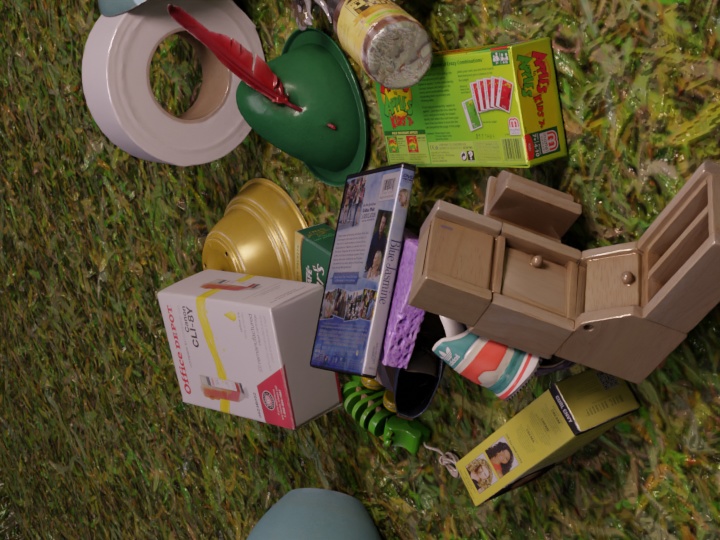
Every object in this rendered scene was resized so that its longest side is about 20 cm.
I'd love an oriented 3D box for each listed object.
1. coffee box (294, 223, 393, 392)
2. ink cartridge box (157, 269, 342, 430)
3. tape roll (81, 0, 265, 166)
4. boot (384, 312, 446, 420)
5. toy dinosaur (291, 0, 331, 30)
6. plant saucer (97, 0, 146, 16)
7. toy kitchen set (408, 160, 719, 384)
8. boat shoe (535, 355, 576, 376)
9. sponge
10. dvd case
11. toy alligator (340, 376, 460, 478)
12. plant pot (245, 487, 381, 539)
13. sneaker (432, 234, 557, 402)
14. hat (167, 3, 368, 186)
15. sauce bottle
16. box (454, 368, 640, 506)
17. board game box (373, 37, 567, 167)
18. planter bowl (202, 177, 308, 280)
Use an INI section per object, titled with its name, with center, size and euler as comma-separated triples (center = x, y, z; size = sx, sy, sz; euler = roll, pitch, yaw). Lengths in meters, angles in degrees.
[coffee box]
center = -0.002, 0.041, 1.330
size = 0.200, 0.044, 0.123
euler = 35, 132, 44
[ink cartridge box]
center = -0.127, 0.086, 1.373
size = 0.200, 0.083, 0.146
euler = 6, 113, 44
[tape roll]
center = -0.206, -0.220, 1.363
size = 0.071, 0.202, 0.203
euler = 12, 116, 54
[boot]
center = 0.076, 0.054, 1.154
size = 0.097, 0.074, 0.200
euler = -93, 21, -44
[toy dinosaur]
center = -0.088, -0.343, 1.217
size = 0.102, 0.077, 0.200
euler = 9, 134, 55
[plant saucer]
center = -0.220, -0.359, 1.324
size = 0.200, 0.200, 0.036
euler = 13, 150, 54
[toy kitchen set]
center = 0.167, -0.050, 0.933
size = 0.181, 0.199, 0.164
euler = 120, 166, -50
[boat shoe]
center = 0.152, 0.060, 1.087
size = 0.200, 0.065, 0.072
euler = -14, 95, 59
[sponge]
center = 0.020, 0.009, 1.177
size = 0.200, 0.030, 0.112
euler = -137, 62, -65
[dvd case]
center = 0.000, 0.000, 1.166
size = 0.143, 0.017, 0.201
euler = 178, 104, -68
[toy alligator]
center = 0.032, 0.168, 1.334
size = 0.200, 0.054, 0.059
euler = 43, 139, 38
[plant pot]
center = -0.053, 0.339, 1.454
size = 0.200, 0.200, 0.135
euler = -37, 39, 57
[sneaker]
center = 0.108, 0.011, 1.020
size = 0.070, 0.093, 0.200
euler = -51, 18, 46
[hat]
center = -0.113, -0.165, 1.267
size = 0.166, 0.176, 0.201
euler = -33, 78, 57
[sauce bottle]
center = 0.009, -0.222, 1.113
size = 0.200, 0.064, 0.065
euler = -124, 29, -60
[box]
center = 0.166, 0.152, 1.108
size = 0.050, 0.075, 0.200
euler = 62, 148, 18
[board game box]
center = 0.093, -0.146, 1.088
size = 0.200, 0.048, 0.102
euler = 7, 111, 55
[planter bowl]
center = -0.135, -0.005, 1.473
size = 0.200, 0.083, 0.201
euler = 33, 132, 45
